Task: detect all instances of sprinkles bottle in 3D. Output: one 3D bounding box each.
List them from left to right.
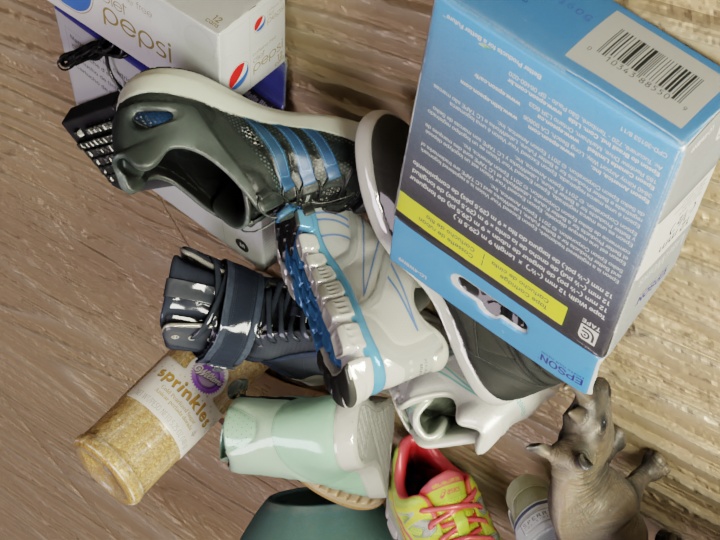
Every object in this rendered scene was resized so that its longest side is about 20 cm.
[{"bbox_3d":[-0.127,0.088,1.153,0.068,0.200,0.069,34,152,21],"label":"sprinkles bottle"}]

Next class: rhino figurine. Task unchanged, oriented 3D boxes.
[{"bbox_3d":[0.151,0.141,0.946,0.059,0.087,0.201,21,144,39],"label":"rhino figurine"}]

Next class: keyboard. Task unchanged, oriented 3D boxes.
[{"bbox_3d":[-0.161,-0.110,1.040,0.199,0.021,0.128,-5,122,56],"label":"keyboard"}]

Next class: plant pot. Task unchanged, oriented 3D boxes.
[{"bbox_3d":[-0.032,0.262,1.307,0.199,0.198,0.137,1,94,55],"label":"plant pot"}]

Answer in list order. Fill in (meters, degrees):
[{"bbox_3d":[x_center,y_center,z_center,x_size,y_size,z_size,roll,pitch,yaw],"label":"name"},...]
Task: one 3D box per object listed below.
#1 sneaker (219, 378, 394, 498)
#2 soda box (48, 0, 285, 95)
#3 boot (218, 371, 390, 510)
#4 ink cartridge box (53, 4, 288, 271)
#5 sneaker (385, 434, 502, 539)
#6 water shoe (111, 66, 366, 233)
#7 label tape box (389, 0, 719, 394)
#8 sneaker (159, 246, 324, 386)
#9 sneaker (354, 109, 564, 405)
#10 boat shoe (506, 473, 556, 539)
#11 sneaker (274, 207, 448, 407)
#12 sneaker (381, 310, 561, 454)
[{"bbox_3d":[-0.040,0.124,1.116,0.117,0.075,0.200,1,165,12],"label":"sneaker"},{"bbox_3d":[-0.140,-0.184,0.941,0.199,0.064,0.068,34,147,21],"label":"soda box"},{"bbox_3d":[-0.050,0.151,1.306,0.199,0.072,0.167,36,164,17],"label":"boot"},{"bbox_3d":[-0.131,-0.116,1.054,0.199,0.041,0.201,35,151,22],"label":"ink cartridge box"},{"bbox_3d":[0.068,0.197,1.119,0.200,0.077,0.091,-132,31,-50],"label":"sneaker"},{"bbox_3d":[-0.055,-0.053,0.900,0.198,0.080,0.072,16,150,-17],"label":"water shoe"},{"bbox_3d":[0.096,-0.047,0.770,0.143,0.066,0.201,35,147,20],"label":"label tape box"},{"bbox_3d":[-0.059,0.028,1.046,0.145,0.078,0.202,21,159,-22],"label":"sneaker"},{"bbox_3d":[0.077,-0.014,0.873,0.099,0.071,0.201,-13,113,46],"label":"sneaker"},{"bbox_3d":[0.158,0.223,1.092,0.062,0.071,0.201,-108,-5,-53],"label":"boat shoe"},{"bbox_3d":[0.000,0.000,0.963,0.075,0.086,0.201,99,156,-48],"label":"sneaker"},{"bbox_3d":[0.045,0.075,1.019,0.071,0.080,0.200,55,155,-20],"label":"sneaker"}]
